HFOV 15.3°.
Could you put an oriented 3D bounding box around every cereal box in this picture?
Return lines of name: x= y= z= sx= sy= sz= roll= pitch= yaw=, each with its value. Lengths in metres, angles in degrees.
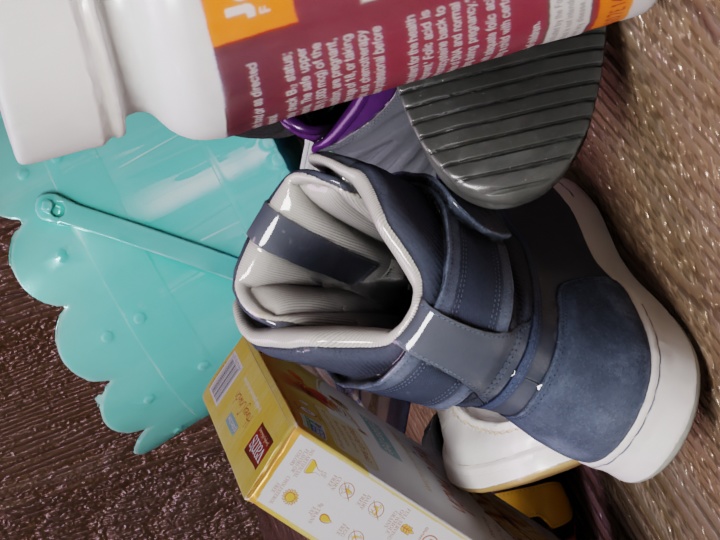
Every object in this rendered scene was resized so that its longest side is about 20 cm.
cereal box: x=0.035 y=0.106 z=1.053 sx=0.200 sy=0.040 sz=0.144 roll=33 pitch=-175 yaw=-16

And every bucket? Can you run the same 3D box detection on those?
bucket: x=-0.090 y=-0.026 z=1.301 sx=0.208 sy=0.134 sz=0.207 roll=62 pitch=-176 yaw=-8

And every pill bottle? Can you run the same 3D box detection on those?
pill bottle: x=-0.019 y=-0.105 z=0.791 sx=0.114 sy=0.199 sz=0.115 roll=163 pitch=90 yaw=-83

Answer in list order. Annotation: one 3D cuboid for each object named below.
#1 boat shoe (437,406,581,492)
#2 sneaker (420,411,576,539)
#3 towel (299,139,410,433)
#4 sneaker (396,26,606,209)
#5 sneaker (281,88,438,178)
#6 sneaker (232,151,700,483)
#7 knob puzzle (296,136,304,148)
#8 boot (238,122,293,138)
boat shoe: x=0.056 y=0.038 z=1.062 sx=0.200 sy=0.070 sz=0.070 roll=-138 pitch=32 yaw=-80
sneaker: x=0.055 y=0.094 z=1.252 sx=0.200 sy=0.070 sz=0.091 roll=-156 pitch=57 yaw=-76
towel: x=0.000 y=0.000 z=1.214 sx=0.200 sy=0.024 sz=0.148 roll=59 pitch=-139 yaw=-65
sneaker: x=0.039 y=-0.093 z=0.915 sx=0.089 sy=0.074 sz=0.201 roll=84 pitch=177 yaw=-56
sneaker: x=0.004 y=-0.058 z=1.096 sx=0.200 sy=0.087 sz=0.075 roll=96 pitch=157 yaw=-52
sneaker: x=0.018 y=-0.006 z=0.934 sx=0.077 sy=0.146 sz=0.202 roll=-66 pitch=24 yaw=11
knob puzzle: x=-0.043 y=-0.167 z=1.336 sx=0.220 sy=0.030 sz=0.221 roll=-16 pitch=-90 yaw=-78
boot: x=-0.056 y=-0.180 z=1.149 sx=0.188 sy=0.068 sz=0.201 roll=48 pitch=-134 yaw=-38
